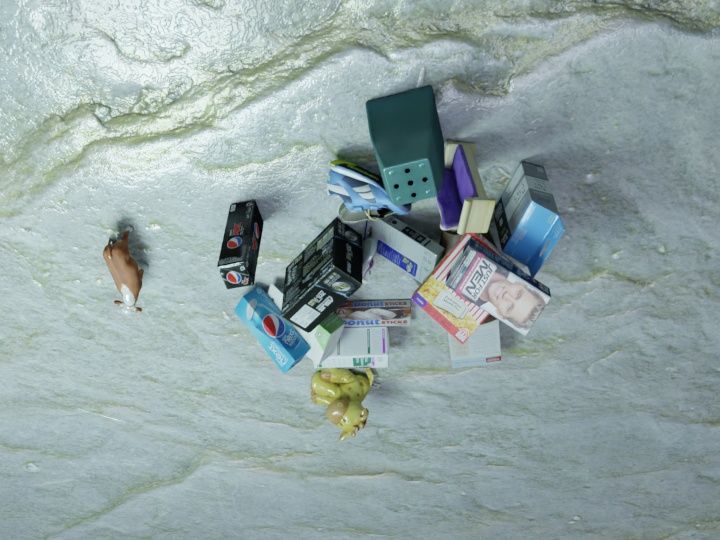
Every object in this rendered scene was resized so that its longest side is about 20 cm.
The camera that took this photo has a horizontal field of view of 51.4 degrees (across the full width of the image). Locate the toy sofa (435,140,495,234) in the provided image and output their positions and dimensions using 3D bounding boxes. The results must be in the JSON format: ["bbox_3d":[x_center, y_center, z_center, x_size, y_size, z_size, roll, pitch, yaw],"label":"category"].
[{"bbox_3d":[0.200,-0.171,1.511,0.095,0.203,0.084,1,134,-9],"label":"toy sofa"}]

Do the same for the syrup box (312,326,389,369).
[{"bbox_3d":[-0.024,0.198,1.910,0.194,0.084,0.079,-1,152,1],"label":"syrup box"}]

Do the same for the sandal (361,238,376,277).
[{"bbox_3d":[0.001,-0.007,1.739,0.049,0.084,0.203,18,145,-18],"label":"sandal"}]

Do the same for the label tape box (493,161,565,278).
[{"bbox_3d":[0.347,-0.107,1.568,0.062,0.203,0.146,12,132,-13],"label":"label tape box"}]

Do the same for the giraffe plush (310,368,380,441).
[{"bbox_3d":[-0.040,0.362,2.011,0.194,0.165,0.176,3,132,-3],"label":"giraffe plush"}]

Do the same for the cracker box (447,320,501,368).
[{"bbox_3d":[0.286,0.156,1.903,0.130,0.059,0.203,-7,131,7],"label":"cracker box"}]

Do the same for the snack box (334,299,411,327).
[{"bbox_3d":[0.030,0.108,1.879,0.194,0.025,0.073,-2,134,0],"label":"snack box"}]

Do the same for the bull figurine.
[{"bbox_3d":[-0.534,0.002,1.711,0.063,0.123,0.204,-1,132,1],"label":"bull figurine"}]

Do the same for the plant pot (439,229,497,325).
[{"bbox_3d":[0.243,-0.013,1.688,0.181,0.188,0.205,-10,117,8],"label":"plant pot"}]

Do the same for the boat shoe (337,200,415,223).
[{"bbox_3d":[0.037,-0.147,1.624,0.197,0.061,0.073,-21,129,17],"label":"boat shoe"}]

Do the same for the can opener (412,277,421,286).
[{"bbox_3d":[0.149,0.035,1.795,0.065,0.053,0.202,-19,129,18],"label":"can opener"}]

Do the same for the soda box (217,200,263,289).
[{"bbox_3d":[-0.255,-0.057,1.607,0.061,0.203,0.072,-8,133,9],"label":"soda box"}]

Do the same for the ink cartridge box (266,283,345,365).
[{"bbox_3d":[-0.141,0.116,1.819,0.199,0.067,0.119,39,133,17],"label":"ink cartridge box"}]

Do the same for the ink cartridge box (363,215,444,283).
[{"bbox_3d":[0.094,-0.054,1.680,0.198,0.039,0.101,34,138,23],"label":"ink cartridge box"}]

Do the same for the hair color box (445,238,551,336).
[{"bbox_3d":[0.281,0.034,1.531,0.197,0.061,0.101,31,109,1],"label":"hair color box"}]

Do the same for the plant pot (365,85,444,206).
[{"bbox_3d":[0.094,-0.230,1.456,0.137,0.203,0.143,-12,132,10],"label":"plant pot"}]

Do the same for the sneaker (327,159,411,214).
[{"bbox_3d":[0.015,-0.158,1.564,0.197,0.074,0.084,28,112,14],"label":"sneaker"}]

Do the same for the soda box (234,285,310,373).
[{"bbox_3d":[-0.214,0.141,1.802,0.201,0.064,0.068,49,135,8],"label":"soda box"}]

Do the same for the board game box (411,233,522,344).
[{"bbox_3d":[0.226,0.031,1.597,0.150,0.046,0.201,39,108,-2],"label":"board game box"}]

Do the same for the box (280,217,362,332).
[{"bbox_3d":[-0.087,0.013,1.697,0.085,0.166,0.200,31,125,-26],"label":"box"}]
